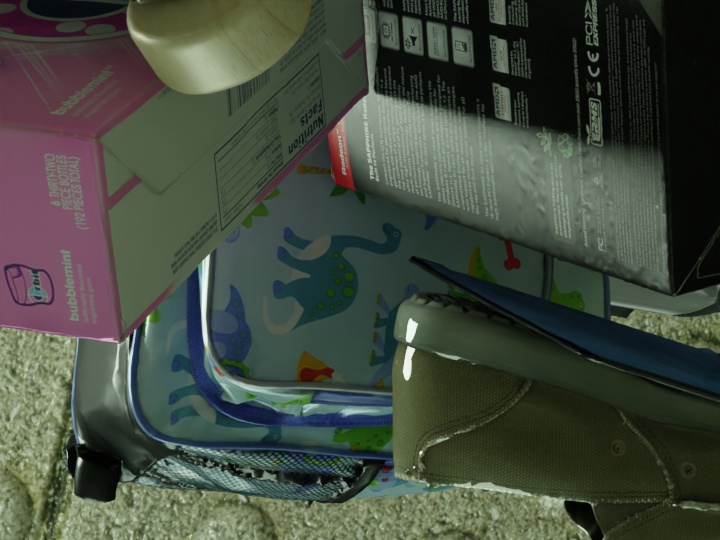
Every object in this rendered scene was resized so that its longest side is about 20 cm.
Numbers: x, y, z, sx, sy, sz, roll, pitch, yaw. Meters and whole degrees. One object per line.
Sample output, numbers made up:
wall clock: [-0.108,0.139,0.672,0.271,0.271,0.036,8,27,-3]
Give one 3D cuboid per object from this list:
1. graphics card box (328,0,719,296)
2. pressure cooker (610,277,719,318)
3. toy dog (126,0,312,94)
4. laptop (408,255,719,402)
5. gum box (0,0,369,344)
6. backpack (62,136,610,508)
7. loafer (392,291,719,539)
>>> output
graphics card box: [0.055,-0.074,0.747,0.051,0.126,0.200,-12,-163,-28]
pressure cooker: [0.134,-0.065,1.109,0.200,0.176,0.179,9,179,-32]
toy dog: [-0.089,-0.122,0.665,0.200,0.096,0.132,24,148,25]
laptop: [0.148,-0.008,0.742,0.116,0.200,0.187,53,174,-16]
gum box: [-0.083,-0.057,0.727,0.113,0.066,0.200,7,-152,21]
backpack: [0.000,0.000,0.914,0.200,0.183,0.147,7,163,-23]
loafer: [0.098,0.067,0.782,0.200,0.070,0.075,19,-176,-7]
